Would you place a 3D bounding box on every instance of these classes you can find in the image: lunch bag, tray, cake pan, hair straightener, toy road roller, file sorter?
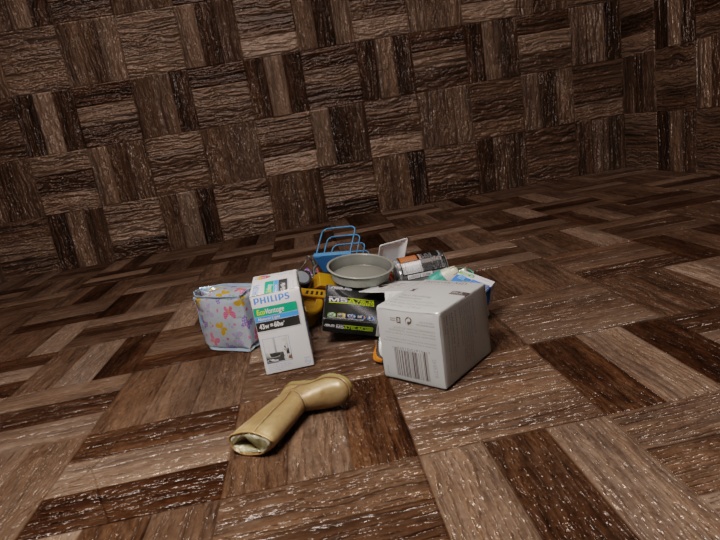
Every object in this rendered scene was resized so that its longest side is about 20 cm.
[{"bbox_3d":[-0.372,0.127,1.585,0.197,0.172,0.127,-3,16,26],"label":"lunch bag"},{"bbox_3d":[0.091,-0.017,1.809,0.106,0.202,0.022,-15,44,-25],"label":"tray"},{"bbox_3d":[0.000,0.000,1.637,0.197,0.037,0.201,-1,22,0],"label":"cake pan"},{"bbox_3d":[-0.156,0.040,1.808,0.076,0.202,0.041,-14,-27,-10],"label":"hair straightener"},{"bbox_3d":[-0.131,0.097,1.649,0.197,0.124,0.147,6,48,-22],"label":"toy road roller"},{"bbox_3d":[-0.050,-0.042,1.908,0.137,0.201,0.124,-4,55,23],"label":"file sorter"}]

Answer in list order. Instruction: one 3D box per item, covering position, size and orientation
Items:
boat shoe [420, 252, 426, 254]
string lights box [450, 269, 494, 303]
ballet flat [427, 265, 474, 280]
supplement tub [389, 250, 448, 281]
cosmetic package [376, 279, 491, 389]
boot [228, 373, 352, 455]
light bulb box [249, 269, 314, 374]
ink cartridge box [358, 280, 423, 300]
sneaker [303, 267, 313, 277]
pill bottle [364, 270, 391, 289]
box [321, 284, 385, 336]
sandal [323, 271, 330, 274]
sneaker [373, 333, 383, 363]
[{"bbox_3d":[0.208,-0.014,1.945,0.067,0.076,0.200,-4,15,-1],"label":"boat shoe"},{"bbox_3d":[0.251,0.086,1.423,0.102,0.060,0.200,21,42,29],"label":"string lights box"},{"bbox_3d":[0.254,0.016,1.545,0.199,0.068,0.071,-2,-41,-52],"label":"ballet flat"},{"bbox_3d":[0.172,0.013,1.767,0.197,0.125,0.123,-11,14,-6],"label":"supplement tub"},{"bbox_3d":[0.163,0.129,1.224,0.163,0.168,0.199,4,19,39],"label":"cosmetic package"},{"bbox_3d":[-0.125,0.276,1.070,0.173,0.067,0.200,-16,9,28],"label":"boot"},{"bbox_3d":[-0.197,0.123,1.421,0.123,0.203,0.198,-11,14,-6],"label":"light bulb box"},{"bbox_3d":[0.117,0.062,1.548,0.171,0.044,0.199,-3,6,33],"label":"ink cartridge box"},{"bbox_3d":[-0.137,0.038,1.864,0.197,0.116,0.073,-11,-16,-10],"label":"sneaker"},{"bbox_3d":[0.009,0.051,1.739,0.113,0.116,0.199,-17,16,-27],"label":"pill bottle"},{"bbox_3d":[-0.003,0.107,1.517,0.197,0.048,0.194,6,27,-2],"label":"box"},{"bbox_3d":[-0.163,0.063,1.758,0.199,0.045,0.076,-36,57,7],"label":"sandal"},{"bbox_3d":[0.098,0.154,1.356,0.091,0.076,0.201,24,43,9],"label":"sneaker"}]
